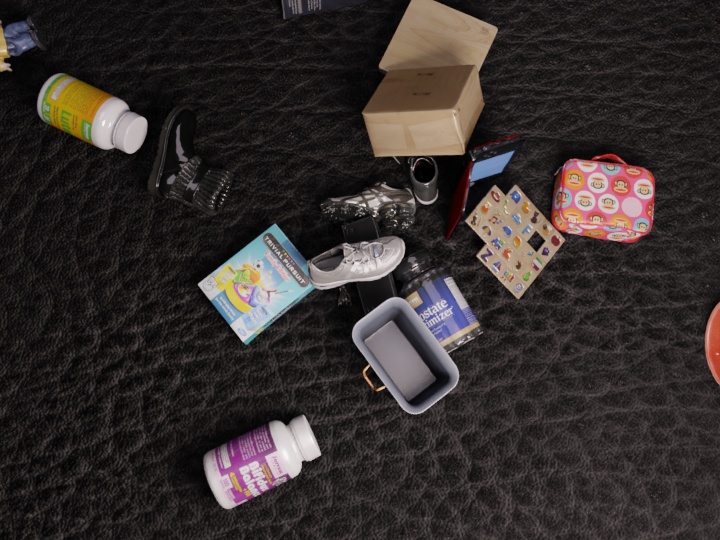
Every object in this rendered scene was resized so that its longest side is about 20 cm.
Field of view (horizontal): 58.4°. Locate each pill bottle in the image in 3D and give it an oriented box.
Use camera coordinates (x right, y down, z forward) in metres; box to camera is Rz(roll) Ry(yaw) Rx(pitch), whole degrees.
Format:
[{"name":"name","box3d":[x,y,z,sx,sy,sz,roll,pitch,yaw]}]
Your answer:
[{"name":"pill bottle","box3d":[-0.555,-0.322,1.348,0.199,0.111,0.111,25,78,5]},{"name":"pill bottle","box3d":[0.146,0.064,1.272,0.111,0.112,0.201,-29,79,-7]},{"name":"pill bottle","box3d":[-0.180,0.349,1.200,0.199,0.112,0.113,-25,79,-6]}]

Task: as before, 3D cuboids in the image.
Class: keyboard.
[{"name":"keyboard","box3d":[0.000,0.000,1.309,0.126,0.021,0.201,-17,82,18]}]

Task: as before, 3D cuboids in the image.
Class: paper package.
[{"name":"paper package","box3d":[0.129,-0.320,1.288,0.199,0.104,0.191,3,45,26]}]

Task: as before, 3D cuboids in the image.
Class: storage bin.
[{"name":"storage bin","box3d":[0.074,0.174,1.234,0.145,0.134,0.200,-36,79,-9]}]

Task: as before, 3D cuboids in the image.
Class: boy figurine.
[{"name":"boy figurine","box3d":[-0.795,-0.483,1.406,0.199,0.064,0.125,-23,79,-5]}]

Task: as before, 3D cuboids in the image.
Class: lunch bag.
[{"name":"lunch bag","box3d":[0.505,-0.159,1.345,0.199,0.082,0.177,10,76,2]}]

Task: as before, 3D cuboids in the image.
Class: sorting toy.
[{"name":"sorting toy","box3d":[0.168,-0.472,1.418,0.199,0.070,0.200,25,78,4]}]

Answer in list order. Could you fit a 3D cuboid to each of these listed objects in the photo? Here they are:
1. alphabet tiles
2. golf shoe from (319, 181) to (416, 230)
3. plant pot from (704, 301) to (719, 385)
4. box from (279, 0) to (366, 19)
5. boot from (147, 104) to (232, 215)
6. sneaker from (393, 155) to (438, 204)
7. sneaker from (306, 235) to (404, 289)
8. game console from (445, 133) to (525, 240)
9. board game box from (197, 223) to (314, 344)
[{"name":"alphabet tiles","box3d":[0.309,-0.069,1.321,0.200,0.008,0.167,44,79,-14]},{"name":"golf shoe","box3d":[0.016,-0.139,1.346,0.199,0.078,0.095,5,55,1]},{"name":"plant pot","box3d":[0.814,0.146,1.234,0.194,0.201,0.202,3,77,-9]},{"name":"box","box3d":[-0.101,-0.698,1.442,0.199,0.117,0.198,-14,77,-5]},{"name":"boot","box3d":[-0.338,-0.229,1.345,0.157,0.079,0.212,14,88,9]},{"name":"sneaker","box3d":[0.112,-0.244,1.349,0.070,0.099,0.201,-23,77,-4]},{"name":"sneaker","box3d":[-0.009,-0.019,1.241,0.199,0.082,0.075,-21,64,2]},{"name":"game console","box3d":[0.243,-0.160,1.280,0.171,0.200,0.119,-18,79,-6]},{"name":"board game box","box3d":[-0.202,0.026,1.307,0.200,0.047,0.151,-40,81,-9]}]
